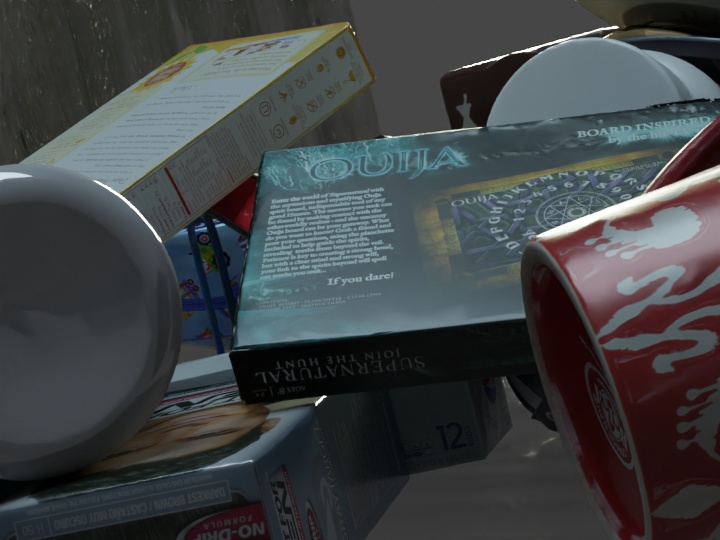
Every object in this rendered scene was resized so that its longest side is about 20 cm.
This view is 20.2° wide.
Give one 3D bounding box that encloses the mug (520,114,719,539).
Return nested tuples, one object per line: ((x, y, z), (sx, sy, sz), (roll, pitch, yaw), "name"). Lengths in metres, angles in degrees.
((0.158, 0.010, 0.649), (0.200, 0.134, 0.178), (-19, 9, -7), "mug")

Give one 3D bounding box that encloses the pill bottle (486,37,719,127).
((0.142, -0.041, 0.976), (0.114, 0.114, 0.200), (-12, -15, 24), "pill bottle")

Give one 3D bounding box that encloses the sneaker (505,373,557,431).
((0.111, 0.036, 0.819), (0.070, 0.109, 0.200), (-34, 43, -12), "sneaker")

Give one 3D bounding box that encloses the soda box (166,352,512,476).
((-0.039, 0.066, 0.891), (0.200, 0.064, 0.068), (-13, 4, 16), "soda box")

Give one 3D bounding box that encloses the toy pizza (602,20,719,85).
((0.210, -0.095, 1.054), (0.200, 0.032, 0.200), (13, -8, 2), "toy pizza")

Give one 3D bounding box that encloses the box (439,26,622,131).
((0.189, -0.075, 1.256), (0.200, 0.165, 0.166), (-17, 5, -32), "box")

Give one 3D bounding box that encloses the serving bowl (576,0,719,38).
((0.183, -0.153, 1.044), (0.200, 0.066, 0.200), (12, -9, 2), "serving bowl")

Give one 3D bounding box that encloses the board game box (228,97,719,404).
((0.055, -0.011, 0.773), (0.200, 0.028, 0.135), (-6, 36, 8), "board game box")

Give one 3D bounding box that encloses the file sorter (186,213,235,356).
((-0.162, 0.051, 1.075), (0.200, 0.123, 0.139), (-15, 4, -9), "file sorter")

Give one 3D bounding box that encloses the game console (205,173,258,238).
((0.000, 0.000, 1.024), (0.177, 0.031, 0.200), (31, 0, -24), "game console")

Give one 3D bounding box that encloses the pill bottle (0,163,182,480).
((-0.139, 0.017, 0.770), (0.109, 0.109, 0.200), (-15, 5, -17), "pill bottle")

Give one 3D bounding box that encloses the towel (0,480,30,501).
((-0.184, 0.083, 0.859), (0.146, 0.022, 0.200), (-19, 27, 7), "towel")

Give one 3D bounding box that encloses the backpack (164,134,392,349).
((-0.056, 0.002, 1.254), (0.200, 0.135, 0.183), (-13, 5, 8), "backpack")

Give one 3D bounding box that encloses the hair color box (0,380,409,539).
((-0.052, 0.084, 0.756), (0.099, 0.061, 0.200), (-13, 6, 13), "hair color box")

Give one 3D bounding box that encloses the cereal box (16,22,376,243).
((-0.106, -0.055, 1.000), (0.200, 0.040, 0.144), (-40, 25, -31), "cereal box")
